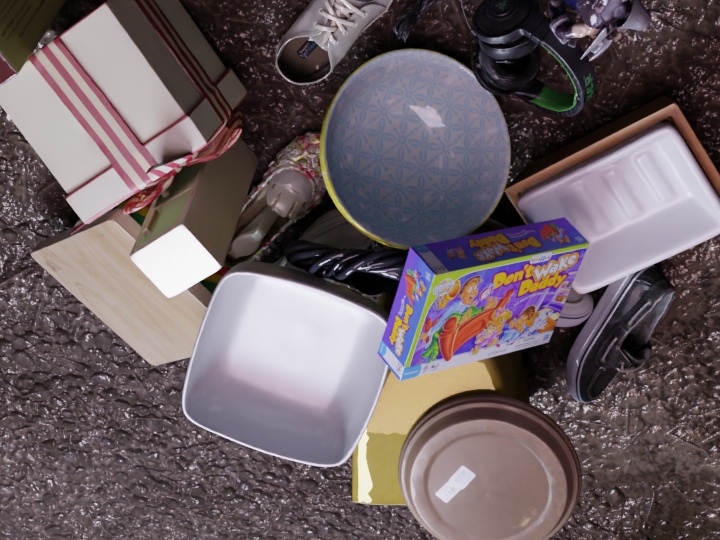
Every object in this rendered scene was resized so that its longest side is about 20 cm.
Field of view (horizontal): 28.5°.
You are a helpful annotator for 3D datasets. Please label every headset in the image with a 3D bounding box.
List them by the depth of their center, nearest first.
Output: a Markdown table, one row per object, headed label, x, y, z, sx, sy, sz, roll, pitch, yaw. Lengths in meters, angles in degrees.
| label | x | y | z | sx | sy | sz | roll | pitch | yaw |
| --- | --- | --- | --- | --- | --- | --- | --- | --- | --- |
| headset | 0.132 | -0.212 | 1.373 | 0.199 | 0.094 | 0.124 | 37 | 163 | 17 |

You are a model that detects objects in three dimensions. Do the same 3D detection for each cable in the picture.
| label | x | y | z | sx | sy | sz | roll | pitch | yaw |
| --- | --- | --- | --- | --- | --- | --- | --- | --- | --- |
| cable | 0.000 | 0.000 | 1.462 | 0.198 | 0.162 | 0.052 | 8 | 90 | 38 |

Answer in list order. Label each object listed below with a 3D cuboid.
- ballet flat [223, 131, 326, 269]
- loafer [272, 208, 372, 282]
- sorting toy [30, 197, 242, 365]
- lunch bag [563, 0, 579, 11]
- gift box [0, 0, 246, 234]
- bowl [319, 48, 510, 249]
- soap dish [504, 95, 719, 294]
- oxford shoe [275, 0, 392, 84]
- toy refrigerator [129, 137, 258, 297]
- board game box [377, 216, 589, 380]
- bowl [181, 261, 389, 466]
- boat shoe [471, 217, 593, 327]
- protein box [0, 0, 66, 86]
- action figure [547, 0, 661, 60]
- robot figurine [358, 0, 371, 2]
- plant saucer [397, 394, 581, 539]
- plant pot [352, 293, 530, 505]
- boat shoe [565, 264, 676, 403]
| label | x | y | z | sx | sy | sz | roll | pitch | yaw |
| --- | --- | --- | --- | --- | --- | --- | --- | --- | --- |
| ballet flat | -0.093 | -0.066 | 1.549 | 0.075 | 0.064 | 0.200 | 33 | 123 | -13 |
| loafer | -0.056 | -0.001 | 1.586 | 0.070 | 0.070 | 0.200 | 38 | 122 | -19 |
| sorting toy | -0.235 | 0.005 | 1.581 | 0.200 | 0.070 | 0.198 | 46 | 146 | -22 |
| lunch bag | 0.186 | -0.344 | 1.302 | 0.198 | 0.094 | 0.152 | 27 | 128 | 4 |
| gift box | -0.238 | -0.158 | 1.402 | 0.183 | 0.200 | 0.188 | -29 | 107 | 26 |
| bowl | 0.043 | -0.116 | 1.449 | 0.199 | 0.202 | 0.108 | 28 | 168 | -12 |
| soap dish | 0.273 | -0.079 | 1.472 | 0.198 | 0.082 | 0.158 | -27 | 118 | 25 |
| oxford shoe | -0.020 | -0.256 | 1.403 | 0.075 | 0.058 | 0.200 | 35 | 121 | -12 |
| toy refrigerator | -0.171 | -0.070 | 1.473 | 0.075 | 0.201 | 0.070 | -28 | 118 | 27 |
| board game box | 0.123 | 0.027 | 1.421 | 0.198 | 0.045 | 0.136 | -12 | 134 | -33 |
| bowl | -0.072 | 0.089 | 1.484 | 0.198 | 0.075 | 0.202 | 19 | 115 | -4 |
| boat shoe | 0.176 | -0.015 | 1.536 | 0.200 | 0.075 | 0.086 | 30 | 140 | -5 |
| protein box | -0.408 | -0.279 | 1.357 | 0.134 | 0.200 | 0.200 | -27 | 118 | 25 |
| action figure | 0.183 | -0.272 | 1.257 | 0.199 | 0.069 | 0.131 | 36 | 120 | 5 |
| robot figurine | -0.007 | -0.338 | 1.291 | 0.197 | 0.125 | 0.152 | 14 | 124 | 8 |
| plant saucer | 0.136 | 0.226 | 1.514 | 0.197 | 0.030 | 0.203 | 4 | 117 | 8 |
| plant pot | 0.089 | 0.122 | 1.586 | 0.193 | 0.195 | 0.202 | 0 | 121 | 9 |
| boat shoe | 0.288 | 0.081 | 1.577 | 0.071 | 0.071 | 0.202 | -16 | 137 | -36 |
